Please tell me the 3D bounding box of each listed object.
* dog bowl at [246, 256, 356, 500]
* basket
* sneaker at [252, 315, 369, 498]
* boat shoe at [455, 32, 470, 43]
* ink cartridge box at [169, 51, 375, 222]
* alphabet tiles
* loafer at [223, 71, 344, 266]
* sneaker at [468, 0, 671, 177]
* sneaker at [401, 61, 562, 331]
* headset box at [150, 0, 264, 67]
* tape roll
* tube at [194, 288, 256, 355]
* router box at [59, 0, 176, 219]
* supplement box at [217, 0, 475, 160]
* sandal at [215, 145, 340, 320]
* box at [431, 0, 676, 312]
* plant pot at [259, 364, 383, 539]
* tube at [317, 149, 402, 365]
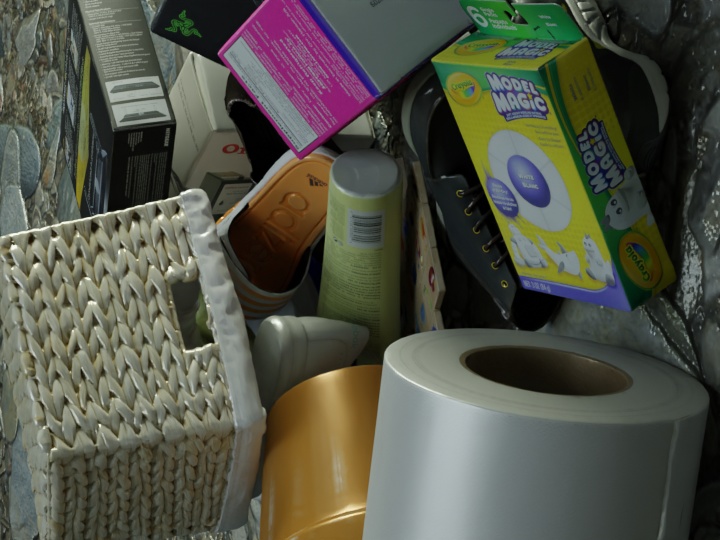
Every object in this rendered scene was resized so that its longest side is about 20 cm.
[{"bbox_3d":[-0.051,0.084,1.877,0.200,0.079,0.201,1,91,64],"label":"dog bowl"},{"bbox_3d":[-0.170,0.080,1.692,0.200,0.160,0.199,101,156,-61],"label":"basket"},{"bbox_3d":[-0.045,0.106,1.735,0.200,0.088,0.075,115,143,-50],"label":"sneaker"},{"bbox_3d":[0.091,-0.232,1.604,0.070,0.071,0.201,3,94,61],"label":"boat shoe"},{"bbox_3d":[-0.095,-0.084,1.894,0.200,0.145,0.084,123,139,-49],"label":"ink cartridge box"},{"bbox_3d":[0.040,0.006,1.699,0.200,0.008,0.168,102,159,-67],"label":"alphabet tiles"},{"bbox_3d":[-0.052,-0.071,1.763,0.073,0.071,0.200,-16,116,36],"label":"loafer"},{"bbox_3d":[0.129,-0.124,1.505,0.200,0.084,0.075,-122,40,-48],"label":"sneaker"},{"bbox_3d":[0.092,-0.053,1.551,0.106,0.075,0.200,54,170,40],"label":"sneaker"},{"bbox_3d":[-0.044,-0.225,1.740,0.200,0.174,0.093,-54,15,49],"label":"headset box"},{"bbox_3d":[0.105,0.127,1.421,0.203,0.202,0.140,29,116,61],"label":"tape roll"},{"bbox_3d":[-0.107,0.053,1.846,0.200,0.058,0.052,35,116,61],"label":"tube"},{"bbox_3d":[-0.193,-0.109,1.825,0.200,0.052,0.158,104,153,-53],"label":"router box"},{"bbox_3d":[-0.009,-0.161,1.572,0.103,0.101,0.200,53,161,-4],"label":"supplement box"},{"bbox_3d":[-0.072,-0.018,1.729,0.207,0.079,0.059,-54,8,48],"label":"sandal"},{"bbox_3d":[0.117,-0.076,1.457,0.117,0.048,0.201,12,129,56],"label":"box"},{"bbox_3d":[0.009,0.176,1.628,0.200,0.199,0.184,124,143,-48],"label":"plant pot"},{"bbox_3d":[0.000,0.000,1.691,0.200,0.052,0.058,92,157,-45],"label":"tube"}]
